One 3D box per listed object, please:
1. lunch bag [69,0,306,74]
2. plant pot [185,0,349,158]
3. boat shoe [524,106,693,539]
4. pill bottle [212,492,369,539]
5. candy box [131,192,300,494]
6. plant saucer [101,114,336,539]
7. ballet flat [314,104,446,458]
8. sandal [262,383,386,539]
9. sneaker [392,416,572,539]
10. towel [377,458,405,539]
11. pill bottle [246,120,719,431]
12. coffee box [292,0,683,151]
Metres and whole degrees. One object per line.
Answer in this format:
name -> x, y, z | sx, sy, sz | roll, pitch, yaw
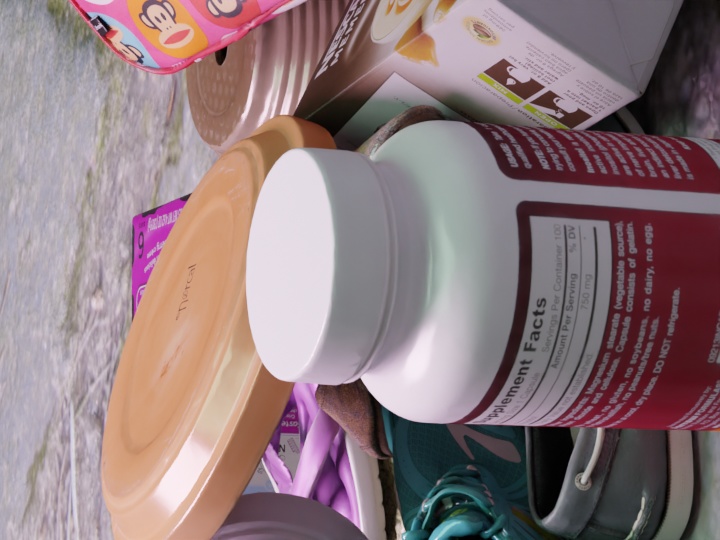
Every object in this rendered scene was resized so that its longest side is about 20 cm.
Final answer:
lunch bag -> -0.084, -0.191, 1.288 | 0.176, 0.082, 0.200 | 51, 143, -13
plant pot -> -0.028, -0.108, 1.432 | 0.201, 0.093, 0.201 | -176, 90, -67
boat shoe -> 0.091, 0.018, 1.184 | 0.073, 0.062, 0.200 | 141, 128, -59
pill bottle -> -0.043, 0.188, 1.173 | 0.200, 0.116, 0.116 | -82, 10, -57
candy box -> -0.076, 0.060, 1.559 | 0.136, 0.061, 0.200 | 163, 108, -64
plant saucer -> -0.065, 0.027, 1.218 | 0.200, 0.032, 0.200 | -56, 21, 35
ballet flat -> 0.000, 0.000, 1.235 | 0.067, 0.068, 0.200 | 36, 141, 31
sandal -> -0.027, 0.077, 1.378 | 0.082, 0.050, 0.203 | 153, 113, -69
sneaker -> 0.052, 0.111, 1.175 | 0.080, 0.077, 0.200 | 57, -171, -38
towel -> 0.036, 0.047, 1.337 | 0.200, 0.036, 0.148 | 120, 144, -46
pill bottle -> 0.065, 0.002, 1.074 | 0.113, 0.200, 0.113 | -177, 90, -66
coffee box -> 0.058, -0.108, 1.205 | 0.200, 0.080, 0.114 | -32, 30, 61
